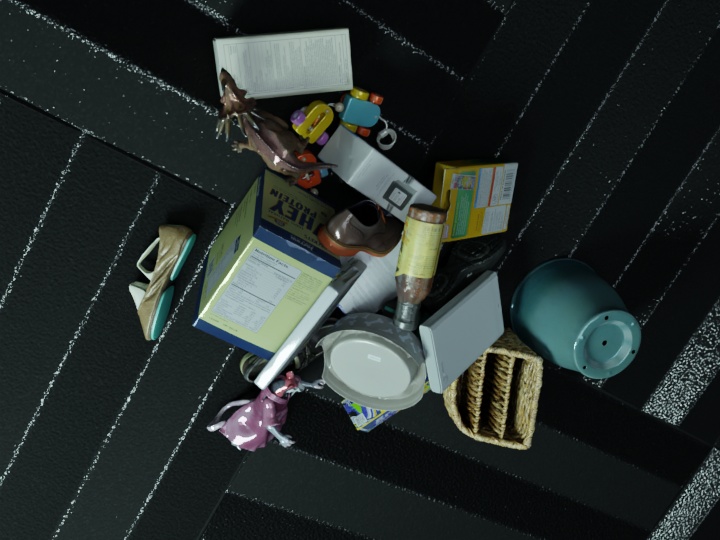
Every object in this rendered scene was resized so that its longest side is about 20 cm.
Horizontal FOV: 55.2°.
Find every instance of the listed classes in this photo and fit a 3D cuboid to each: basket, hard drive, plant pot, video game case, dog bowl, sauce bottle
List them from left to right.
[{"bbox_3d":[-0.074,0.080,1.082,0.023,0.182,0.200,39,108,3],"label":"video game case"},{"bbox_3d":[0.022,0.154,1.180,0.200,0.059,0.200,12,134,13],"label":"dog bowl"},{"bbox_3d":[0.088,-0.004,1.091,0.066,0.066,0.200,7,106,-17],"label":"sauce bottle"},{"bbox_3d":[0.180,0.103,1.191,0.200,0.026,0.132,-35,123,-38],"label":"hard drive"},{"bbox_3d":[0.242,0.224,1.305,0.142,0.149,0.200,-1,110,-15],"label":"basket"},{"bbox_3d":[0.409,0.099,1.282,0.200,0.188,0.200,-5,110,-13],"label":"plant pot"}]

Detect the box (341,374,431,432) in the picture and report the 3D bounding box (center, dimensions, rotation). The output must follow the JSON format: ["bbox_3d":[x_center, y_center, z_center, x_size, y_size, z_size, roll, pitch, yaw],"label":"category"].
[{"bbox_3d":[0.068,0.219,1.280,0.200,0.064,0.070,-35,157,5],"label":"box"}]

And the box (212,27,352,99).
[{"bbox_3d":[-0.118,-0.316,1.052,0.200,0.078,0.095,-8,112,-12],"label":"box"}]

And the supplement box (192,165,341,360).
[{"bbox_3d":[-0.144,-0.014,1.066,0.134,0.200,0.200,28,116,-22],"label":"supplement box"}]

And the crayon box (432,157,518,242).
[{"bbox_3d":[0.181,-0.122,1.170,0.200,0.052,0.126,-12,115,-43],"label":"crayon box"}]

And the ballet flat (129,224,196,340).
[{"bbox_3d":[-0.335,0.013,1.128,0.072,0.068,0.200,23,103,0],"label":"ballet flat"}]

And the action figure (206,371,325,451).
[{"bbox_3d":[-0.159,0.227,1.208,0.149,0.134,0.200,30,131,1],"label":"action figure"}]

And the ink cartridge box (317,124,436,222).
[{"bbox_3d":[0.040,-0.142,1.112,0.200,0.116,0.067,30,101,-40],"label":"ink cartridge box"}]

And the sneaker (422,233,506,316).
[{"bbox_3d":[0.188,0.010,1.258,0.200,0.076,0.091,-39,138,-10],"label":"sneaker"}]

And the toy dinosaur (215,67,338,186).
[{"bbox_3d":[-0.134,-0.189,0.994,0.200,0.136,0.086,37,92,5],"label":"toy dinosaur"}]

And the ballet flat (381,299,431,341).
[{"bbox_3d":[0.085,0.089,1.238,0.068,0.068,0.200,-64,156,-11],"label":"ballet flat"}]

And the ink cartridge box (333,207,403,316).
[{"bbox_3d":[0.000,0.000,1.199,0.200,0.076,0.136,-39,113,0],"label":"ink cartridge box"}]

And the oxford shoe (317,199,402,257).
[{"bbox_3d":[0.019,-0.067,1.050,0.071,0.200,0.073,47,117,16],"label":"oxford shoe"}]

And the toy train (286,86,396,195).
[{"bbox_3d":[-0.046,-0.218,1.125,0.200,0.056,0.150,-28,131,-10],"label":"toy train"}]

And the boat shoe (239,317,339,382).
[{"bbox_3d":[-0.116,0.150,1.228,0.200,0.065,0.073,-27,112,-5],"label":"boat shoe"}]
